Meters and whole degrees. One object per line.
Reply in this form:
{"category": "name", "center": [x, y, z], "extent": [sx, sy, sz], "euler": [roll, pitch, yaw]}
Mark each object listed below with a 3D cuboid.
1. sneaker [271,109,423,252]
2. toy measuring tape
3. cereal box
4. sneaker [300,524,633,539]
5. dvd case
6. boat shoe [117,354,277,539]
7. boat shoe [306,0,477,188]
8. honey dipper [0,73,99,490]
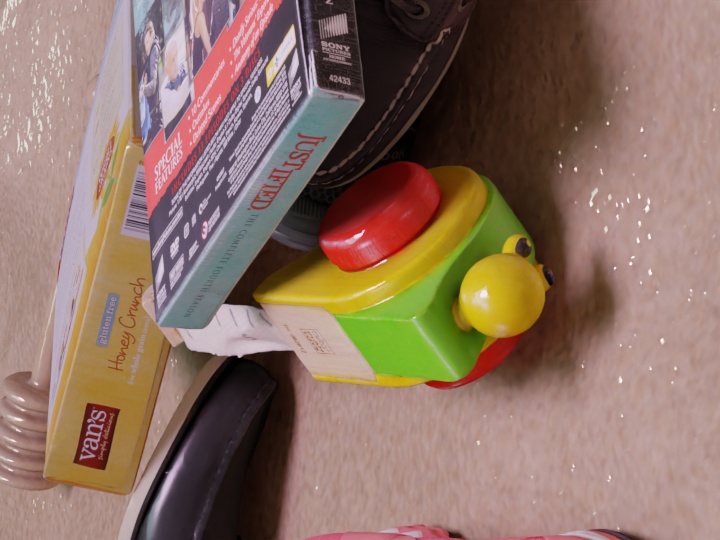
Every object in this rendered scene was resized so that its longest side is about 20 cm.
{"category": "sneaker", "center": [-0.025, -0.112, 0.872], "extent": [0.115, 0.076, 0.200], "euler": [-63, 38, 36]}
{"category": "toy measuring tape", "center": [0.000, 0.000, 0.802], "extent": [0.200, 0.073, 0.074], "euler": [2, 89, 57]}
{"category": "cereal box", "center": [-0.092, -0.023, 0.975], "extent": [0.200, 0.039, 0.145], "euler": [-100, 23, -64]}
{"category": "sneaker", "center": [0.017, 0.116, 0.745], "extent": [0.200, 0.086, 0.074], "euler": [-10, 80, 63]}
{"category": "dvd case", "center": [-0.042, -0.102, 0.777], "extent": [0.146, 0.022, 0.201], "euler": [128, 141, -53]}
{"category": "boat shoe", "center": [-0.069, 0.128, 0.953], "extent": [0.074, 0.063, 0.203], "euler": [-12, -57, -75]}
{"category": "boat shoe", "center": [0.013, -0.114, 0.752], "extent": [0.201, 0.072, 0.065], "euler": [-61, -2, 17]}
{"category": "honey dipper", "center": [-0.136, 0.004, 1.127], "extent": [0.038, 0.038, 0.201], "euler": [41, 121, 58]}
